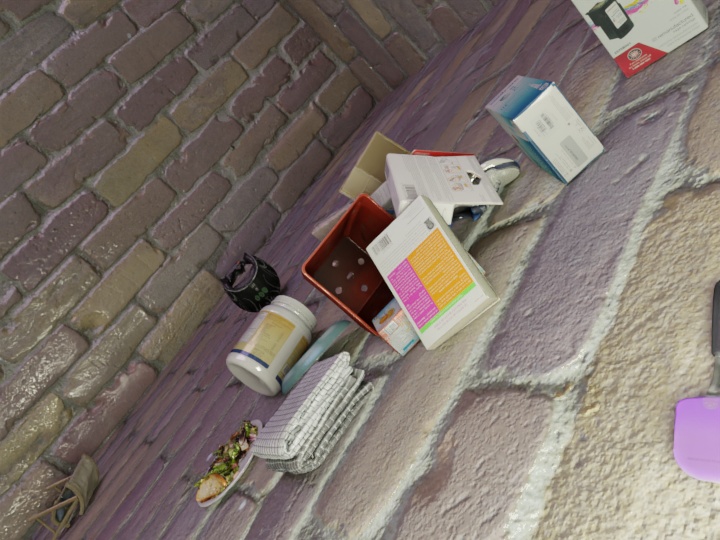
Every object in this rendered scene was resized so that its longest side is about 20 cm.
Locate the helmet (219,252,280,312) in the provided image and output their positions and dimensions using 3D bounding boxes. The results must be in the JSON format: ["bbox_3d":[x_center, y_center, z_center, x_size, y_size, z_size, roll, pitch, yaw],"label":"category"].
[{"bbox_3d":[-0.374,0.052,1.914,0.198,0.191,0.202,-13,56,19],"label":"helmet"}]

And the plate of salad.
[{"bbox_3d":[-0.278,0.391,1.137,0.200,0.048,0.200,-43,16,16],"label":"plate of salad"}]

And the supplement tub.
[{"bbox_3d":[-0.203,0.172,1.279,0.144,0.144,0.201,-22,29,55],"label":"supplement tub"}]

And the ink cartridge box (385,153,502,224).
[{"bbox_3d":[0.142,-0.151,0.990,0.201,0.174,0.045,-97,10,-55],"label":"ink cartridge box"}]

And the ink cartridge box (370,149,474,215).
[{"bbox_3d":[0.137,-0.184,1.181,0.199,0.045,0.176,-7,-24,-41],"label":"ink cartridge box"}]

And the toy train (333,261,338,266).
[{"bbox_3d":[-0.029,-0.024,1.419,0.116,0.084,0.200,-56,15,8],"label":"toy train"}]

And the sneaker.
[{"bbox_3d":[0.227,-0.140,1.061,0.199,0.077,0.086,-30,53,8],"label":"sneaker"}]

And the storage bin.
[{"bbox_3d":[0.076,-0.244,1.456,0.094,0.197,0.201,-55,7,43],"label":"storage bin"}]

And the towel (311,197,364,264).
[{"bbox_3d":[0.011,-0.073,1.224,0.199,0.190,0.032,-25,38,52],"label":"towel"}]

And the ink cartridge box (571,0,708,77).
[{"bbox_3d":[0.472,-0.465,0.943,0.145,0.200,0.083,-30,23,46],"label":"ink cartridge box"}]

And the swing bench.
[{"bbox_3d":[-1.053,0.816,1.985,0.200,0.130,0.199,-42,16,0],"label":"swing bench"}]

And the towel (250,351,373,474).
[{"bbox_3d":[-0.080,0.242,0.915,0.200,0.086,0.165,-51,8,-30],"label":"towel"}]

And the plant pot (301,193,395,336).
[{"bbox_3d":[0.000,0.000,1.114,0.200,0.200,0.176,-52,6,-16],"label":"plant pot"}]

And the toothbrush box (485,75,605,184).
[{"bbox_3d":[0.312,-0.250,0.950,0.085,0.146,0.200,-42,18,16],"label":"toothbrush box"}]

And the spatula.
[{"bbox_3d":[0.296,0.079,0.450,0.056,0.021,0.201,-11,35,44],"label":"spatula"}]

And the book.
[{"bbox_3d":[0.103,0.002,0.850,0.134,0.201,0.048,-42,-28,25],"label":"book"}]

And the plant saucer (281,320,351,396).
[{"bbox_3d":[-0.094,0.170,1.106,0.200,0.027,0.200,-48,-3,-3],"label":"plant saucer"}]

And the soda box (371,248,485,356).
[{"bbox_3d":[0.112,0.045,0.920,0.200,0.064,0.068,-45,16,5],"label":"soda box"}]
